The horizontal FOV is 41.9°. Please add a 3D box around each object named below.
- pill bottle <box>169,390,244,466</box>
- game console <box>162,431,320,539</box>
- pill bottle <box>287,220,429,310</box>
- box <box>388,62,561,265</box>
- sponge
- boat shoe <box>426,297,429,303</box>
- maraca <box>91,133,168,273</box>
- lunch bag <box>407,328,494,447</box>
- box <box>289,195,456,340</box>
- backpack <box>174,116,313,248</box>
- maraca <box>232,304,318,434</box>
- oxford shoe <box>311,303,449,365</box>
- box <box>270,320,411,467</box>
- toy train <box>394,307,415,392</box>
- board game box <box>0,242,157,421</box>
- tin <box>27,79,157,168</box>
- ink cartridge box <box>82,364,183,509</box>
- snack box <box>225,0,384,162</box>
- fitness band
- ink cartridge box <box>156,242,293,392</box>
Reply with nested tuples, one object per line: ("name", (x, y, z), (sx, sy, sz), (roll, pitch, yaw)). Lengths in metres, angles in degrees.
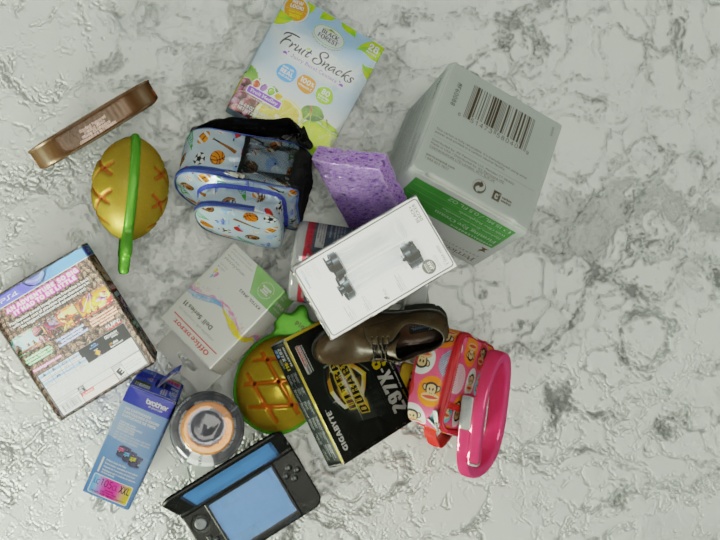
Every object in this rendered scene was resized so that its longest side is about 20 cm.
("pill bottle", (-0.222, 0.229, 1.356), (0.106, 0.200, 0.107), (2, 79, -10))
("game console", (-0.173, 0.349, 1.419), (0.200, 0.116, 0.176), (-30, 102, -7))
("pill bottle", (0.000, 0.000, 1.378), (0.199, 0.120, 0.120), (8, 92, -1))
("box", (0.155, -0.154, 1.404), (0.199, 0.171, 0.200), (27, 66, -11))
("sponge", (0.015, -0.101, 1.360), (0.111, 0.200, 0.030), (10, 61, 28))
("boat shoe", (0.084, -0.033, 1.475), (0.065, 0.074, 0.203), (-10, 87, -11))
("maraca", (-0.331, -0.095, 1.346), (0.107, 0.137, 0.201), (5, 87, -14))
("lunch bag", (0.136, 0.182, 1.433), (0.082, 0.200, 0.177), (12, 83, 26))
("box", (0.017, -0.004, 1.289), (0.200, 0.060, 0.117), (-32, 90, -1))
("backpack", (-0.172, -0.125, 1.364), (0.190, 0.200, 0.154), (18, 66, 4))
("maraca", (-0.112, 0.151, 1.430), (0.137, 0.107, 0.200), (28, 81, -1))
("oxford shoe", (0.026, 0.096, 1.319), (0.199, 0.084, 0.073), (-15, 110, 5))
("box", (-0.021, 0.165, 1.395), (0.159, 0.049, 0.201), (-25, 90, -38))
("toy train", (0.027, 0.162, 1.487), (0.150, 0.056, 0.200), (44, 86, -2))
("board game box", (-0.417, 0.086, 1.370), (0.159, 0.097, 0.200), (-31, 98, -8))
("tin", (-0.382, -0.209, 1.354), (0.200, 0.112, 0.042), (-33, 108, -7))
("ink cartridge box", (-0.321, 0.226, 1.369), (0.076, 0.136, 0.201), (23, 92, -7))
("snack box", (-0.085, -0.290, 1.428), (0.168, 0.068, 0.200), (28, 86, -11))
("fitness band", (0.190, 0.218, 1.422), (0.037, 0.144, 0.201), (13, 109, 25))
("ink cartridge box", (-0.212, 0.073, 1.405), (0.117, 0.067, 0.200), (42, 85, 15))
